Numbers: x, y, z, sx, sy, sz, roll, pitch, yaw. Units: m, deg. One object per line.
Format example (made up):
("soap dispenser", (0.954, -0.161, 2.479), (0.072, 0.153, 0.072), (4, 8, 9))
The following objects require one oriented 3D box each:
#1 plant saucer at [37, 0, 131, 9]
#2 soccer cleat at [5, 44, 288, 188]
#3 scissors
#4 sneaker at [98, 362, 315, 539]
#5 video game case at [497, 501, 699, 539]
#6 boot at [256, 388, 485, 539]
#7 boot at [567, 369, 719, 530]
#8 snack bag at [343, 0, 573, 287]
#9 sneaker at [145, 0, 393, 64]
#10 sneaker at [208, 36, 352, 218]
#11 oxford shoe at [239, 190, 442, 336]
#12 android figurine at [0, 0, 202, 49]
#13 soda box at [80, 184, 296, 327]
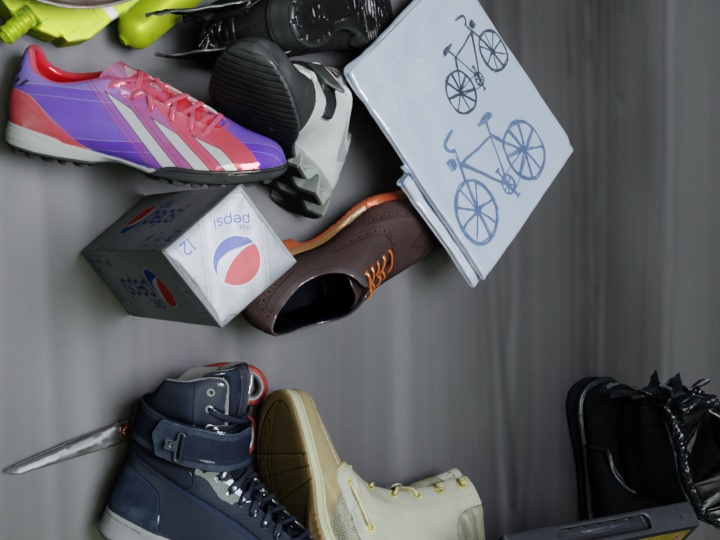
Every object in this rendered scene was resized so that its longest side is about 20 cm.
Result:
("plant saucer", (-0.198, -0.275, 0.973), (0.198, 0.032, 0.203), (1, 89, -28))
("soccer cleat", (-0.145, -0.103, 0.986), (0.197, 0.068, 0.074), (10, 104, 5))
("scissors", (-0.160, 0.107, 1.056), (0.198, 0.014, 0.074), (-1, 94, -24))
("sneaker", (-0.074, 0.147, 1.008), (0.200, 0.077, 0.148), (19, 95, 10))
("video game case", (0.137, 0.248, 1.103), (0.179, 0.201, 0.026), (-3, 52, -32))
("boot", (0.012, 0.172, 1.100), (0.154, 0.072, 0.202), (-16, 86, -36))
("boot", (0.244, 0.175, 1.165), (0.073, 0.162, 0.201), (-18, 99, -23))
("snack bag", (0.077, -0.119, 1.122), (0.201, 0.021, 0.189), (54, 48, -17))
("sneaker", (-0.060, -0.183, 1.061), (0.199, 0.103, 0.061), (-25, 107, -61))
("sneaker", (-0.049, -0.123, 1.027), (0.073, 0.200, 0.089), (23, 72, 17))
("oxford shoe", (0.000, 0.000, 1.083), (0.198, 0.072, 0.072), (-26, 128, -20))
("android figurine", (-0.194, -0.241, 1.016), (0.200, 0.041, 0.183), (-42, 108, -20))
("soda box", (-0.120, -0.010, 0.967), (0.068, 0.199, 0.064), (-42, 107, -19))
